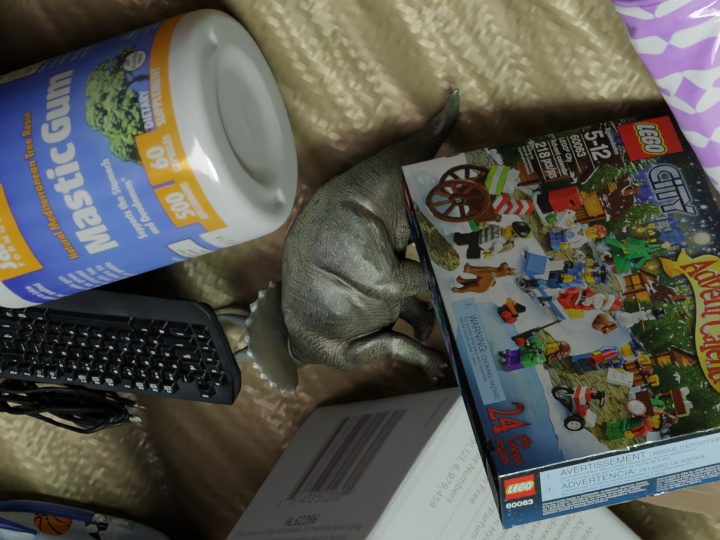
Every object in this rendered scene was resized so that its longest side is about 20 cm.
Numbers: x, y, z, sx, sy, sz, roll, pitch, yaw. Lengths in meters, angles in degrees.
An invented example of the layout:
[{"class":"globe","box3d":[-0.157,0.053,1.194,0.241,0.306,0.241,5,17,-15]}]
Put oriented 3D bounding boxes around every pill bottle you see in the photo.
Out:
[{"class":"pill bottle","box3d":[-0.141,-0.046,1.372,0.200,0.112,0.112,-17,118,21]}]

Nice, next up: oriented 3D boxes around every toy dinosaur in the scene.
[{"class":"toy dinosaur","box3d":[0.000,0.000,1.396,0.102,0.077,0.200,13,130,-13]}]

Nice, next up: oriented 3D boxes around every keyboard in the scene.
[{"class":"keyboard","box3d":[-0.154,0.050,1.449,0.200,0.040,0.104,6,142,26]}]

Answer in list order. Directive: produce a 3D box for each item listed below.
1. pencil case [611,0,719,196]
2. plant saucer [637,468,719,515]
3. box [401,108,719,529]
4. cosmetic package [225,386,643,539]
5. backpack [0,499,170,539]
[{"class":"pencil case","box3d":[0.192,-0.070,1.301,0.085,0.084,0.200,-13,123,43]},{"class":"plant saucer","box3d":[0.183,0.078,1.336,0.199,0.200,0.030,4,104,9]},{"class":"box","box3d":[0.105,0.017,1.288,0.136,0.200,0.038,-13,136,-4]},{"class":"cosmetic package","box3d":[0.042,0.186,1.420,0.200,0.167,0.167,42,156,-17]},{"class":"backpack","box3d":[-0.189,0.211,1.532,0.190,0.154,0.200,13,119,-7]}]
